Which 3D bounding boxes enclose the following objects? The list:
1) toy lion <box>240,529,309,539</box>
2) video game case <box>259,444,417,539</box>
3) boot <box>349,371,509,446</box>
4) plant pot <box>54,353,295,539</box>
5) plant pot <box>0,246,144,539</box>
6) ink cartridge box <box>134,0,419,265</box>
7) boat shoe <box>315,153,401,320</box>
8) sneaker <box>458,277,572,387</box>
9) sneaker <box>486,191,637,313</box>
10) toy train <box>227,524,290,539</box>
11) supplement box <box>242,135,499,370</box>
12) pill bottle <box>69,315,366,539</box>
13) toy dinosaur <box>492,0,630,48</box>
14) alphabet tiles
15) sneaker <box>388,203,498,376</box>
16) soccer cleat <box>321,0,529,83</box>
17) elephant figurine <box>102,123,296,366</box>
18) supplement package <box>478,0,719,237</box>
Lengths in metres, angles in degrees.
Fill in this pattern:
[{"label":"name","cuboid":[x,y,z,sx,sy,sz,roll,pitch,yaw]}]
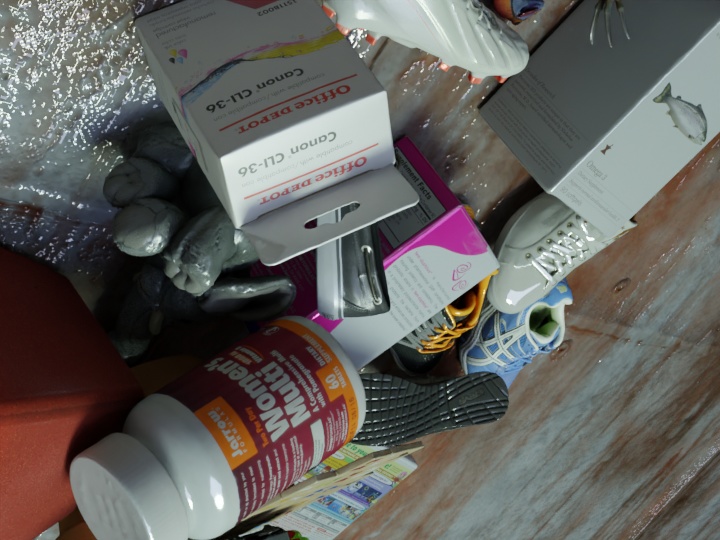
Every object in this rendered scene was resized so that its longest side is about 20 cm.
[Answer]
[{"label":"toy lion","cuboid":[-0.121,0.265,0.943,0.191,0.200,0.069,-22,98,-8]},{"label":"video game case","cuboid":[-0.056,0.231,1.280,0.182,0.022,0.200,-42,141,9]},{"label":"boot","cuboid":[0.036,0.140,1.189,0.199,0.070,0.132,2,169,-17]},{"label":"plant pot","cuboid":[-0.169,0.160,0.991,0.199,0.141,0.200,-23,168,-5]},{"label":"plant pot","cuboid":[-0.277,0.094,0.852,0.176,0.200,0.200,2,130,-52]},{"label":"ink cartridge box","cuboid":[-0.055,-0.105,0.781,0.116,0.200,0.068,-24,141,-12]},{"label":"boat shoe","cuboid":[0.002,-0.061,0.907,0.066,0.070,0.201,2,95,5]},{"label":"sneaker","cuboid":[0.155,0.064,1.212,0.075,0.077,0.201,-15,139,-26]},{"label":"sneaker","cuboid":[0.193,-0.039,1.094,0.073,0.085,0.200,39,90,-26]},{"label":"toy train","cuboid":[-0.149,0.231,0.910,0.199,0.034,0.046,-15,176,-13]},{"label":"supplement box","cuboid":[0.000,0.000,1.012,0.200,0.104,0.101,-35,141,3]},{"label":"pill bottle","cuboid":[-0.099,0.121,0.861,0.200,0.109,0.110,-31,147,-38]},{"label":"toy dinosaur","cuboid":[0.174,-0.266,0.908,0.181,0.201,0.105,-18,-177,14]},{"label":"alphabet tiles","cuboid":[-0.050,0.183,0.967,0.199,0.008,0.167,-29,166,21]},{"label":"sneaker","cuboid":[0.074,0.035,1.123,0.078,0.077,0.201,-15,140,-26]},{"label":"soccer cleat","cuboid":[0.060,-0.192,0.884,0.199,0.069,0.078,10,121,-38]},{"label":"elephant figurine","cuboid":[-0.117,-0.012,0.915,0.154,0.142,0.200,14,148,10]},{"label":"supplement package","cuboid":[0.222,-0.149,1.003,0.200,0.117,0.117,-46,140,14]}]
